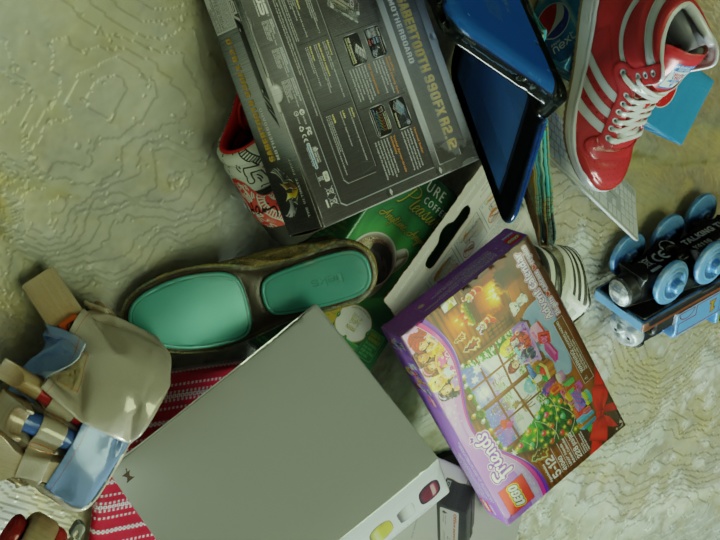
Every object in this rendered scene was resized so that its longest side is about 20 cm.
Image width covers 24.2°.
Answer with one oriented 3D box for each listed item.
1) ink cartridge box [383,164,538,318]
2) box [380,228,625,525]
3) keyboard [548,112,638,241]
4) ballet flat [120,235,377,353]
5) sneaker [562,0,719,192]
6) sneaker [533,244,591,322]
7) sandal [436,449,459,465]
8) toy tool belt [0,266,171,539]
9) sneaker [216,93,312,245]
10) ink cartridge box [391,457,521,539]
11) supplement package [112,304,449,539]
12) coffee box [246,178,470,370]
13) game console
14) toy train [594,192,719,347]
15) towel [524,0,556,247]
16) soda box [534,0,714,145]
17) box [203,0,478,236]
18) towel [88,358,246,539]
[{"bbox_3d":[0.081,0.000,1.423,0.161,0.050,0.200,-54,146,-12],"label":"ink cartridge box"},{"bbox_3d":[0.120,0.087,1.367,0.136,0.039,0.201,-37,114,-15],"label":"box"},{"bbox_3d":[0.206,-0.091,1.523,0.011,0.057,0.200,-22,145,27],"label":"keyboard"},{"bbox_3d":[-0.085,0.017,1.291,0.198,0.071,0.071,-14,125,-6],"label":"ballet flat"},{"bbox_3d":[0.229,-0.143,1.373,0.071,0.112,0.202,-21,125,-32],"label":"sneaker"},{"bbox_3d":[0.154,0.072,1.468,0.115,0.075,0.202,-5,116,-52],"label":"sneaker"},{"bbox_3d":[0.117,0.207,1.602,0.199,0.045,0.076,-9,118,-40],"label":"sandal"},{"bbox_3d":[-0.230,0.109,1.200,0.122,0.125,0.201,33,85,-14],"label":"toy tool belt"},{"bbox_3d":[-0.025,-0.126,1.275,0.202,0.067,0.108,-51,127,-18],"label":"sneaker"},{"bbox_3d":[0.025,0.194,1.429,0.199,0.144,0.084,28,74,-47],"label":"ink cartridge box"},{"bbox_3d":[-0.058,0.158,1.262,0.199,0.156,0.111,-38,160,-6],"label":"supplement package"},{"bbox_3d":[0.000,0.000,1.383,0.123,0.044,0.201,34,88,-49],"label":"coffee box"},{"bbox_3d":[0.069,-0.164,1.244,0.170,0.201,0.118,28,121,-34],"label":"game console"},{"bbox_3d":[0.318,0.006,1.652,0.199,0.087,0.115,-27,134,-30],"label":"toy train"},{"bbox_3d":[0.137,-0.139,1.374,0.021,0.147,0.201,-8,124,1],"label":"towel"},{"bbox_3d":[0.226,-0.181,1.478,0.199,0.064,0.068,23,96,-46],"label":"soda box"},{"bbox_3d":[-0.014,-0.146,1.221,0.158,0.048,0.202,-25,99,-35],"label":"box"},{"bbox_3d":[-0.153,0.169,1.352,0.144,0.022,0.202,-7,115,-38],"label":"towel"}]
